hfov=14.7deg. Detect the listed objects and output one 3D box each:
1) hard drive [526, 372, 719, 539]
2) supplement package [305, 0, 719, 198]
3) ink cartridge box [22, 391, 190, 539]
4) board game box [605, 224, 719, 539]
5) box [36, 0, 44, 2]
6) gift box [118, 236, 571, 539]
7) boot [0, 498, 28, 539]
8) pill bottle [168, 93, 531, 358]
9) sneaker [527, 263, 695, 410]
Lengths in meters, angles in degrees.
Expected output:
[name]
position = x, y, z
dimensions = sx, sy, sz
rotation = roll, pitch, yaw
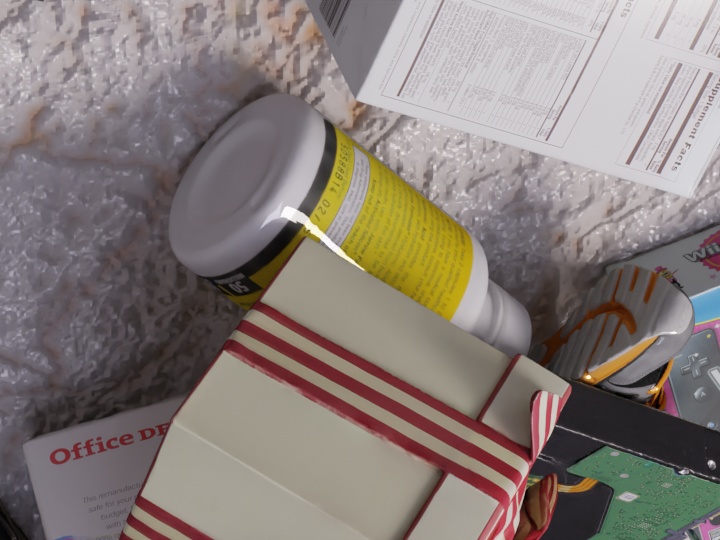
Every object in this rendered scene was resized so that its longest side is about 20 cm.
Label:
[hard drive]
position = 0.107, 0.111, 1.568
dimensions = 0.199, 0.038, 0.140
rotation = 20, 144, -28
[supplement package]
position = 0.096, -0.158, 1.444
dimensions = 0.199, 0.152, 0.151
rotation = 15, 116, -23
[ink cartridge box]
position = -0.105, 0.171, 1.568
dimensions = 0.128, 0.200, 0.125
rotation = -14, 143, -7
[board game box]
position = 0.244, 0.064, 1.673
dimensions = 0.147, 0.064, 0.201
rotation = -21, 122, -2
[box]
position = -0.228, -0.205, 1.297
dimensions = 0.158, 0.200, 0.046
rotation = 10, 122, -20
[gift box]
position = -0.004, 0.117, 1.413
dimensions = 0.186, 0.185, 0.200
rotation = 31, 140, 3
[boot]
position = -0.223, 0.178, 1.555
dimensions = 0.073, 0.151, 0.200
rotation = -29, 124, 3
[pill bottle]
position = 0.000, 0.000, 1.536
dimensions = 0.200, 0.111, 0.111
rotation = 36, 105, -30
[sneaker]
position = 0.144, 0.061, 1.588
dimensions = 0.077, 0.078, 0.200
rotation = 32, 151, -8
